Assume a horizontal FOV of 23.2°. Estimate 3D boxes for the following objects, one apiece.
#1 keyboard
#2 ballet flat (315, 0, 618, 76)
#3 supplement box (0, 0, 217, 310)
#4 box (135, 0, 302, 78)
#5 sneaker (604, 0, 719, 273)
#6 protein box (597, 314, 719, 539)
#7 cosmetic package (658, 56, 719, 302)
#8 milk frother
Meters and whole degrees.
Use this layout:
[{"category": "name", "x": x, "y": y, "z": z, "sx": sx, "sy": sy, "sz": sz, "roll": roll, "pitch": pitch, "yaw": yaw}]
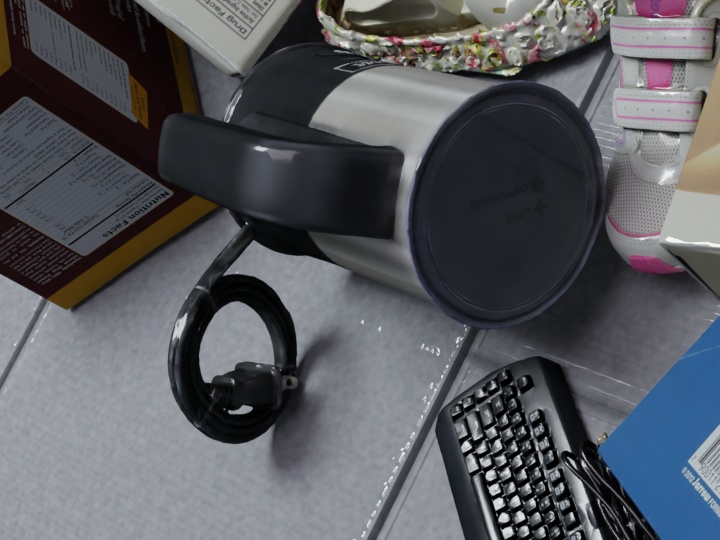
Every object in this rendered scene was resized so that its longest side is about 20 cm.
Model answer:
[{"category": "keyboard", "x": 0.090, "y": 0.121, "z": 0.816, "sx": 0.104, "sy": 0.040, "sz": 0.201, "roll": -34, "pitch": 51, "yaw": 20}, {"category": "ballet flat", "x": 0.056, "y": -0.147, "z": 0.974, "sx": 0.199, "sy": 0.064, "sz": 0.076, "roll": -7, "pitch": 63, "yaw": 35}, {"category": "supplement box", "x": -0.212, "y": -0.120, "z": 1.077, "sx": 0.132, "sy": 0.200, "sz": 0.198, "roll": -32, "pitch": 50, "yaw": 21}, {"category": "box", "x": -0.061, "y": -0.231, "z": 1.041, "sx": 0.200, "sy": 0.128, "sz": 0.109, "roll": -52, "pitch": 9, "yaw": -1}, {"category": "sneaker", "x": 0.154, "y": -0.098, "z": 0.851, "sx": 0.081, "sy": 0.088, "sz": 0.202, "roll": 1, "pitch": 67, "yaw": 38}, {"category": "protein box", "x": 0.221, "y": 0.066, "z": 0.624, "sx": 0.200, "sy": 0.135, "sz": 0.199, "roll": -48, "pitch": 18, "yaw": 6}, {"category": "cosmetic package", "x": 0.212, "y": -0.078, "z": 0.785, "sx": 0.071, "sy": 0.105, "sz": 0.201, "roll": 8, "pitch": 70, "yaw": 41}, {"category": "milk frother", "x": 0.000, "y": 0.000, "z": 0.885, "sx": 0.188, "sy": 0.179, "sz": 0.202, "roll": 21, "pitch": 123, "yaw": 56}]
